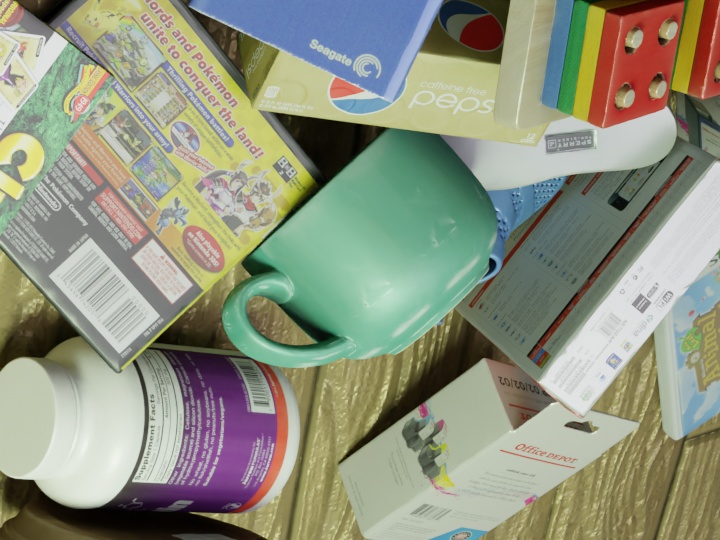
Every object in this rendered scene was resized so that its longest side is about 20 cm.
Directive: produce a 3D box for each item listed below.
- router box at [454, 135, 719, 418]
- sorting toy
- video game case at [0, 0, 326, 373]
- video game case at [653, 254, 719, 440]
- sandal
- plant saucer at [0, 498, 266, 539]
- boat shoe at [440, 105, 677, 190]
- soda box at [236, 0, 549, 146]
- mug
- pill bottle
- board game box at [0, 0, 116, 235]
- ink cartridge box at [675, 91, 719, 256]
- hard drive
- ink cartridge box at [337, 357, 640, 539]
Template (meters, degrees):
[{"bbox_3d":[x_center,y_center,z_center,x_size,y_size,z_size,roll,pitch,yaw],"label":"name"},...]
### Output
[{"bbox_3d":[0.172,-0.013,1.594,0.049,0.179,0.200,37,93,-25],"label":"router box"},{"bbox_3d":[0.178,-0.188,1.327,0.200,0.070,0.199,-18,123,-48],"label":"sorting toy"},{"bbox_3d":[-0.145,-0.066,1.348,0.181,0.025,0.200,-43,118,-7],"label":"video game case"},{"bbox_3d":[0.325,0.029,1.879,0.182,0.022,0.200,-31,136,-20],"label":"video game case"},{"bbox_3d":[0.075,-0.021,1.577,0.200,0.087,0.080,-37,136,-16],"label":"sandal"},{"bbox_3d":[-0.140,0.183,1.457,0.200,0.200,0.030,9,93,-44],"label":"plant saucer"},{"bbox_3d":[0.119,-0.104,1.554,0.200,0.066,0.072,-8,112,-5],"label":"boat shoe"},{"bbox_3d":[0.030,-0.132,1.371,0.200,0.064,0.068,7,137,-24],"label":"soda box"},{"bbox_3d":[0.004,-0.004,1.450,0.185,0.114,0.152,-43,-177,4],"label":"mug"},{"bbox_3d":[-0.143,0.103,1.458,0.200,0.112,0.113,8,114,-44],"label":"pill bottle"},{"bbox_3d":[-0.241,-0.063,1.280,0.105,0.023,0.200,36,89,-29],"label":"board game box"},{"bbox_3d":[0.316,-0.091,1.689,0.087,0.145,0.200,-27,135,-21],"label":"ink cartridge box"},{"bbox_3d":[0.003,-0.213,1.259,0.132,0.025,0.200,25,103,-5],"label":"hard drive"},{"bbox_3d":[0.096,0.132,1.664,0.200,0.068,0.115,-38,146,28],"label":"ink cartridge box"}]
